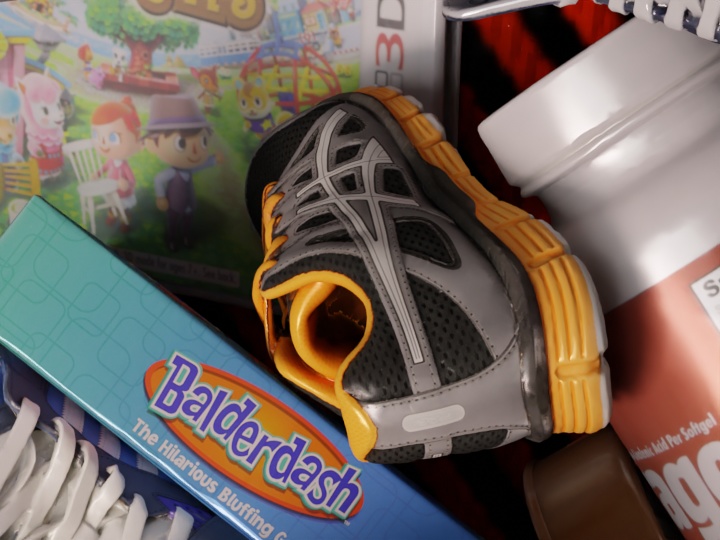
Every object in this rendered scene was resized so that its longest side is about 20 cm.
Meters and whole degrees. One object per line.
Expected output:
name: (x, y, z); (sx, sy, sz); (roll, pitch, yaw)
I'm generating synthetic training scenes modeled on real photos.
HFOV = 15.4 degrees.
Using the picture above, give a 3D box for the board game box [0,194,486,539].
board game box: (-0.028, 0.060, 0.848); (0.200, 0.152, 0.045); (37, 87, 4)

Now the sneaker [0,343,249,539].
sneaker: (-0.080, 0.091, 0.881); (0.146, 0.200, 0.081); (23, 74, 39)

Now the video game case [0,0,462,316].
video game case: (-0.058, -0.079, 0.905); (0.199, 0.022, 0.183); (11, 112, 26)

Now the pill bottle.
pill bottle: (0.122, 0.019, 0.785); (0.112, 0.112, 0.200); (-34, 88, 33)

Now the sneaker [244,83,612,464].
sneaker: (0.000, 0.000, 0.797); (0.200, 0.077, 0.079); (-143, 37, -62)

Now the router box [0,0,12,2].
router box: (-0.070, -0.197, 0.837); (0.199, 0.049, 0.180); (-17, 91, 29)

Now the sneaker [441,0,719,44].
sneaker: (0.084, -0.087, 0.709); (0.200, 0.108, 0.070); (-124, 22, -50)

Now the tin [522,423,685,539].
tin: (0.112, 0.138, 0.808); (0.042, 0.112, 0.201); (-29, 73, 7)
